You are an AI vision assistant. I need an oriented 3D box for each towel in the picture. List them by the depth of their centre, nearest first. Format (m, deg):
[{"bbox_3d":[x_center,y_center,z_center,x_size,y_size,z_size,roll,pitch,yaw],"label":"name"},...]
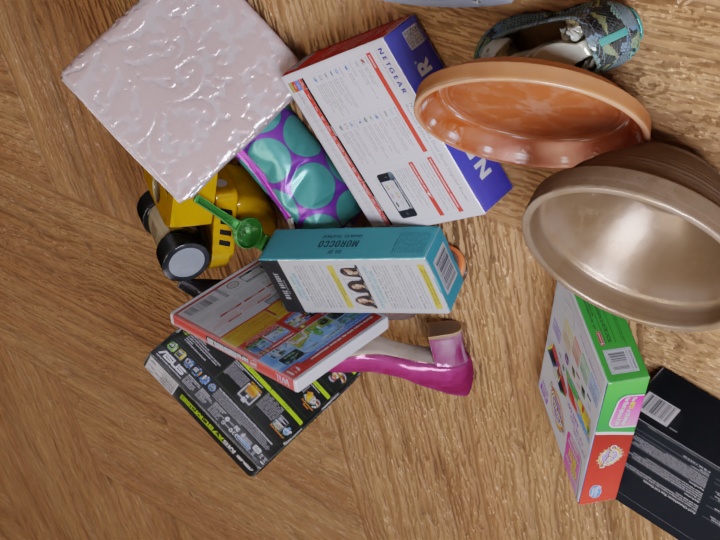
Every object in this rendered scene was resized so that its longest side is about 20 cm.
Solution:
[{"bbox_3d":[-0.180,-0.203,1.466,0.191,0.200,0.032,47,180,1],"label":"towel"}]

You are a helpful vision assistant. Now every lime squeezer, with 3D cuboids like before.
[{"bbox_3d":[-0.100,-0.033,1.561,0.200,0.038,0.071,32,159,-12],"label":"lime squeezer"}]

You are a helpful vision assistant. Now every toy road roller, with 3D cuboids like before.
[{"bbox_3d":[-0.171,-0.095,1.606,0.123,0.146,0.200,-121,31,-45],"label":"toy road roller"}]

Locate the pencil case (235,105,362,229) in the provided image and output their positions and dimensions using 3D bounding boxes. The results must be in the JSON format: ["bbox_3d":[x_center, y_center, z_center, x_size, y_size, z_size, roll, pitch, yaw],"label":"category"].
[{"bbox_3d":[-0.083,-0.112,1.527,0.200,0.092,0.085,52,152,-4],"label":"pencil case"}]

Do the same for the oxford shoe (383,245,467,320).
[{"bbox_3d":[0.052,0.015,1.542,0.073,0.071,0.200,23,156,-38],"label":"oxford shoe"}]

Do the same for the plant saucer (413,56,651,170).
[{"bbox_3d":[0.146,-0.134,1.185,0.200,0.032,0.200,10,167,2],"label":"plant saucer"}]

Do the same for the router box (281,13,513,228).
[{"bbox_3d":[0.034,-0.138,1.394,0.179,0.049,0.200,-8,118,54],"label":"router box"}]

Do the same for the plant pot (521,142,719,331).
[{"bbox_3d":[0.243,-0.042,1.172,0.201,0.093,0.201,22,155,11],"label":"plant pot"}]

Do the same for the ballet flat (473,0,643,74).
[{"bbox_3d":[0.147,-0.183,1.187,0.200,0.074,0.074,-13,114,55],"label":"ballet flat"}]

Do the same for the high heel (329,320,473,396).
[{"bbox_3d":[0.026,0.112,1.586,0.067,0.200,0.096,-96,-4,-60],"label":"high heel"}]

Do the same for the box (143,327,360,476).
[{"bbox_3d":[-0.134,0.122,1.750,0.200,0.193,0.048,45,147,4],"label":"box"}]

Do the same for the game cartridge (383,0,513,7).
[{"bbox_3d":[0.032,-0.266,1.200,0.200,0.040,0.133,13,170,40],"label":"game cartridge"}]

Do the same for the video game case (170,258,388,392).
[{"bbox_3d":[-0.089,0.054,1.525,0.200,0.143,0.017,24,134,37],"label":"video game case"}]

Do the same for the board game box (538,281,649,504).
[{"bbox_3d":[0.221,0.108,1.358,0.200,0.040,0.153,92,168,-49],"label":"board game box"}]

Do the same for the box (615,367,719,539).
[{"bbox_3d":[0.347,0.207,1.355,0.200,0.079,0.141,32,142,24],"label":"box"}]

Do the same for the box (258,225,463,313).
[{"bbox_3d":[0.000,0.000,1.461,0.200,0.049,0.082,0,135,30],"label":"box"}]

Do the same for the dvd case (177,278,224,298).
[{"bbox_3d":[-0.102,0.048,1.661,0.149,0.200,0.016,30,103,28],"label":"dvd case"}]
